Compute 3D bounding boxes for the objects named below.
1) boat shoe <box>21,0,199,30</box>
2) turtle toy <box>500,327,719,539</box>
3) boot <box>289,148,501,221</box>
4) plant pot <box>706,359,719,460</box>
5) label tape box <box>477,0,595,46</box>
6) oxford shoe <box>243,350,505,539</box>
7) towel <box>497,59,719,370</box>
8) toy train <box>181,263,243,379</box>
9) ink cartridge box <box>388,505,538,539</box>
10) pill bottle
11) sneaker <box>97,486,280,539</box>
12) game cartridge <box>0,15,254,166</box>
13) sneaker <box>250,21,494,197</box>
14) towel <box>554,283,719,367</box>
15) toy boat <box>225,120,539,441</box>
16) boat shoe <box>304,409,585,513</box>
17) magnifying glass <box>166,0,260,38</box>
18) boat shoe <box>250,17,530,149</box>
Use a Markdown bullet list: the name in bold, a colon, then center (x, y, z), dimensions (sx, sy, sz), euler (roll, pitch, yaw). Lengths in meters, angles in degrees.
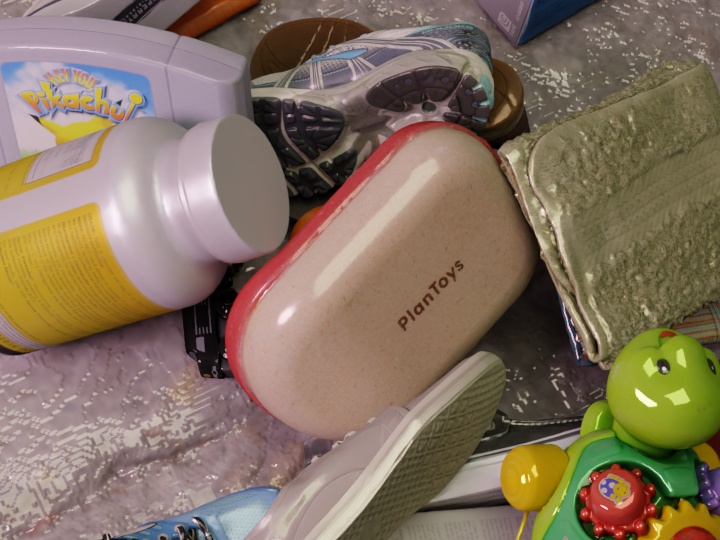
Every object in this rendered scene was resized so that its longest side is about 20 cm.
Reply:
- **boat shoe**: center (-0.178, -0.170, 1.125), dimensions (0.200, 0.072, 0.066), euler (-44, 40, -6)
- **turtle toy**: center (0.159, 0.133, 0.960), dimensions (0.144, 0.101, 0.203), euler (1, 91, -27)
- **boot**: center (0.016, -0.049, 1.112), dimensions (0.198, 0.075, 0.074), euler (10, 78, 15)
- **plant pot**: center (0.329, 0.092, 0.999), dimensions (0.198, 0.177, 0.201), euler (-23, 74, -16)
- **label tape box**: center (0.112, -0.278, 1.228), dimensions (0.143, 0.066, 0.201), euler (-31, 73, -19)
- **oxford shoe**: center (0.006, 0.112, 0.960), dimensions (0.058, 0.076, 0.200), euler (32, 66, 34)
- **towel**: center (0.173, -0.038, 1.029), dimensions (0.199, 0.036, 0.150), euler (-27, 94, -41)
- **toy train**: center (-0.100, -0.025, 1.101), dimensions (0.045, 0.034, 0.202), euler (-8, 65, 2)
- **ink cartridge box**: center (0.092, 0.220, 1.005), dimensions (0.198, 0.047, 0.162), euler (0, 62, -25)
- **pill bottle**: center (-0.145, -0.024, 1.002), dimensions (0.198, 0.112, 0.113), euler (-15, 60, 28)
- **sneaker**: center (-0.119, 0.180, 0.965), dimensions (0.199, 0.090, 0.079), euler (-27, 70, -19)
- **game cartridge**: center (-0.162, -0.091, 1.048), dimensions (0.198, 0.134, 0.041), euler (6, 39, 11)
- **sneaker**: center (-0.006, -0.105, 1.070), dimensions (0.198, 0.078, 0.087), euler (-8, 36, 22)
- **towel**: center (0.199, -0.023, 1.087), dimensions (0.198, 0.022, 0.148), euler (-8, 78, -32)
- **toy boat**: center (0.000, 0.000, 1.020), dimensions (0.200, 0.131, 0.130), euler (-46, 35, -10)
- **boat shoe**: center (0.061, 0.106, 1.030), dimensions (0.198, 0.072, 0.072), euler (-10, 70, -8)
- **magnifying glass**: center (-0.153, -0.148, 1.163), dimensions (0.199, 0.022, 0.080), euler (-33, 71, -18)
- **boat shoe**: center (0.021, -0.113, 1.138), dimensions (0.198, 0.072, 0.073), euler (12, 70, 24)
